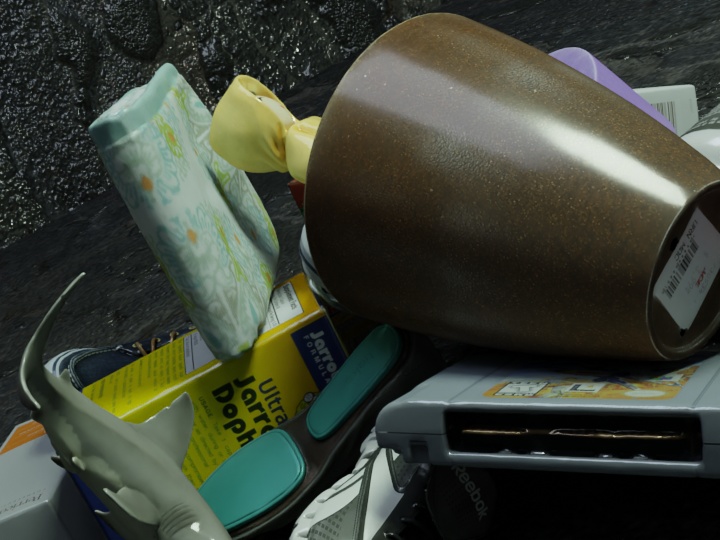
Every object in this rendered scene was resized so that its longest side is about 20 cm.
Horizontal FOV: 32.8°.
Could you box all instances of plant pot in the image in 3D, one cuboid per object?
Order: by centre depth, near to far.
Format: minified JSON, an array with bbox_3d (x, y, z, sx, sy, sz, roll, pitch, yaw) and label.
[{"bbox_3d":[0.101,-0.029,0.666,0.186,0.189,0.199,-35,39,-29],"label":"plant pot"}]

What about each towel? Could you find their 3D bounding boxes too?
[{"bbox_3d":[-0.112,-0.049,0.836,0.048,0.172,0.200,-27,15,9],"label":"towel"}]

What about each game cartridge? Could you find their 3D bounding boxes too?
[{"bbox_3d":[0.122,0.069,0.621,0.197,0.042,0.133,-2,11,25],"label":"game cartridge"}]

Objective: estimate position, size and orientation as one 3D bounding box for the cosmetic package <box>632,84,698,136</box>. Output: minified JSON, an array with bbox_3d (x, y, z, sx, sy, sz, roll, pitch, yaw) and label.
[{"bbox_3d":[0.210,-0.127,1.126,0.100,0.075,0.200,-9,7,-22],"label":"cosmetic package"}]

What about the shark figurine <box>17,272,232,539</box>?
[{"bbox_3d":[-0.137,0.094,0.722,0.090,0.216,0.127,-46,29,-24],"label":"shark figurine"}]

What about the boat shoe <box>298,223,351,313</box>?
[{"bbox_3d":[0.000,0.000,0.821,0.067,0.074,0.200,-50,-12,17],"label":"boat shoe"}]

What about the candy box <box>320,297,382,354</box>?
[{"bbox_3d":[-0.049,0.057,0.951,0.198,0.103,0.026,-29,45,-9],"label":"candy box"}]

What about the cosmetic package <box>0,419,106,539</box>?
[{"bbox_3d":[-0.235,0.172,0.930,0.100,0.072,0.200,-24,16,9],"label":"cosmetic package"}]

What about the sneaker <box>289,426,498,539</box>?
[{"bbox_3d":[0.025,0.131,0.649,0.090,0.067,0.200,-20,14,29],"label":"sneaker"}]

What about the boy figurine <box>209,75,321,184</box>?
[{"bbox_3d":[-0.004,-0.084,0.836,0.197,0.065,0.124,16,19,9],"label":"boy figurine"}]

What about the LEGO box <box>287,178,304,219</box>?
[{"bbox_3d":[0.044,-0.061,1.080,0.077,0.150,0.200,-13,20,38],"label":"LEGO box"}]

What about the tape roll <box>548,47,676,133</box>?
[{"bbox_3d":[0.130,-0.056,0.892,0.200,0.085,0.201,-48,20,23],"label":"tape roll"}]

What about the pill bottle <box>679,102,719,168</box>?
[{"bbox_3d":[0.258,-0.057,0.786,0.199,0.115,0.113,-36,19,-33],"label":"pill bottle"}]

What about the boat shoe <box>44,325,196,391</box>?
[{"bbox_3d":[-0.159,0.076,0.962,0.091,0.071,0.200,-36,-20,21],"label":"boat shoe"}]

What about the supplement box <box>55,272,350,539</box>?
[{"bbox_3d":[-0.095,0.104,0.850,0.198,0.110,0.109,-28,16,-2],"label":"supplement box"}]

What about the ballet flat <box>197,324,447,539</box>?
[{"bbox_3d":[-0.023,0.117,0.774,0.200,0.064,0.068,-43,37,7],"label":"ballet flat"}]
